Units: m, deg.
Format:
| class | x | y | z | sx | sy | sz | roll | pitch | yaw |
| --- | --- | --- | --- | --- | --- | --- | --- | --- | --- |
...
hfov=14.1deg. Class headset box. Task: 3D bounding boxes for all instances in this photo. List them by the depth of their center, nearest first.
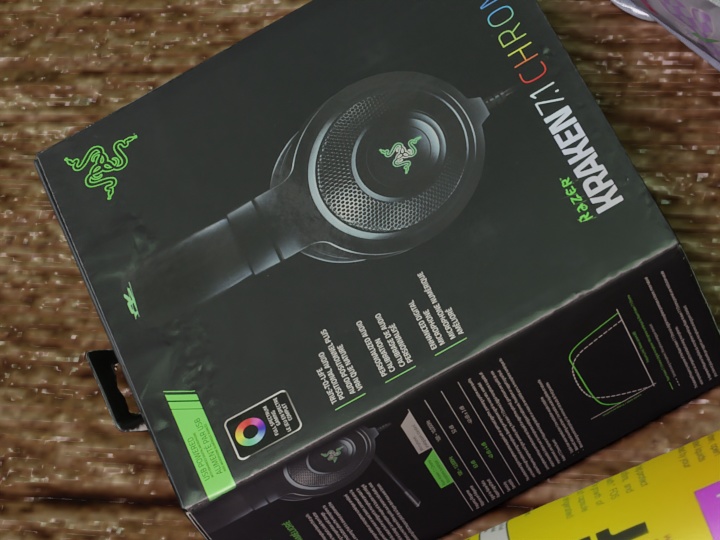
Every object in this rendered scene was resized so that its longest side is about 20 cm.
| class | x | y | z | sx | sy | sz | roll | pitch | yaw |
| --- | --- | --- | --- | --- | --- | --- | --- | --- | --- |
| headset box | 0.000 | 0.000 | 1.022 | 0.199 | 0.093 | 0.174 | -28 | 53 | 3 |

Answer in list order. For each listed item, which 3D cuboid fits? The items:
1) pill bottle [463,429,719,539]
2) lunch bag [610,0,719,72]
| class | x | y | z | sx | sy | sz | roll | pitch | yaw |
| --- | --- | --- | --- | --- | --- | --- | --- | --- | --- |
| pill bottle | 0.106 | 0.108 | 0.905 | 0.199 | 0.104 | 0.105 | -24 | 54 | 5 |
| lunch bag | 0.147 | -0.166 | 1.039 | 0.170 | 0.127 | 0.200 | -47 | 43 | -1 |
